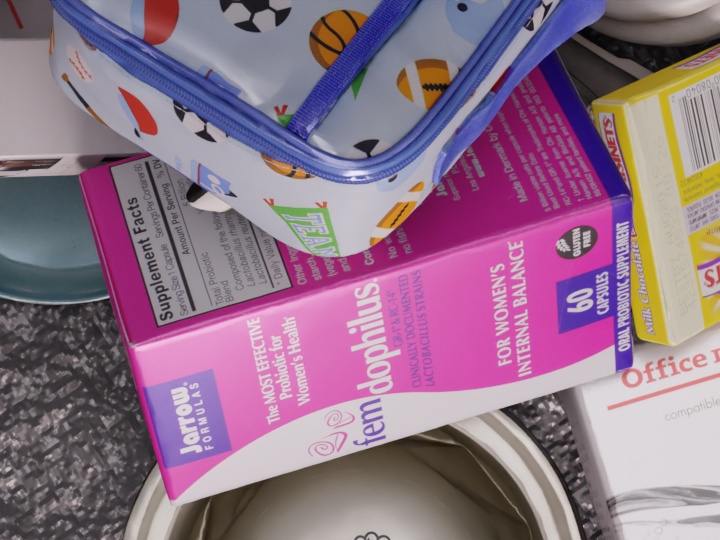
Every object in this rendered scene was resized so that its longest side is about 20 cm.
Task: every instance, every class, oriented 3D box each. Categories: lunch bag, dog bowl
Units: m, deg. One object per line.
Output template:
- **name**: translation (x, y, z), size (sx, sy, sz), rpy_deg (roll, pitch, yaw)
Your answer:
- **lunch bag**: translation (-0.002, -0.110, 0.712), size (0.159, 0.076, 0.200), rpy_deg (31, 62, 13)
- **dog bowl**: translation (-0.002, 0.139, 0.876), size (0.198, 0.074, 0.202), rpy_deg (0, 82, 3)

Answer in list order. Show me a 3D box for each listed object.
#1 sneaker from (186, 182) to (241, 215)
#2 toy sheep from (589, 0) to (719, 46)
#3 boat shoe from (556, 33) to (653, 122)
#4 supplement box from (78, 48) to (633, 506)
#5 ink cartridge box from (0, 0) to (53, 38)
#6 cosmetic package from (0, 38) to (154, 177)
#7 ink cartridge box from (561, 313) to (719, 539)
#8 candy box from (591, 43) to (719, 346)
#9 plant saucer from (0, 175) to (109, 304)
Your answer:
- **sneaker**: translation (-0.039, -0.101, 0.782), size (0.079, 0.074, 0.201), rpy_deg (-3, 49, -10)
- **toy sheep**: translation (0.126, -0.155, 0.831), size (0.137, 0.200, 0.139), rpy_deg (-6, 75, 23)
- **boat shoe**: translation (0.058, -0.082, 0.881), size (0.199, 0.067, 0.057), rpy_deg (26, 62, -14)
- **supplement box**: translation (0.000, 0.000, 0.817), size (0.198, 0.102, 0.104), rpy_deg (-16, 47, -6)
- **ink cartridge box**: translation (-0.131, -0.165, 0.880), size (0.198, 0.068, 0.117), rpy_deg (-23, 107, -2)
- **cosmetic package**: translation (-0.097, -0.066, 0.845), size (0.198, 0.082, 0.051), rpy_deg (-3, 91, -24)
- **ink cartridge box**: translation (0.156, 0.083, 0.872), size (0.115, 0.067, 0.202), rpy_deg (-17, 82, 0)
- **candy box**: translation (0.182, -0.054, 0.852), size (0.199, 0.026, 0.103), rpy_deg (-25, 112, -32)
- **plant saucer**: translation (-0.133, -0.083, 0.935), size (0.198, 0.027, 0.202), rpy_deg (0, 82, 2)
